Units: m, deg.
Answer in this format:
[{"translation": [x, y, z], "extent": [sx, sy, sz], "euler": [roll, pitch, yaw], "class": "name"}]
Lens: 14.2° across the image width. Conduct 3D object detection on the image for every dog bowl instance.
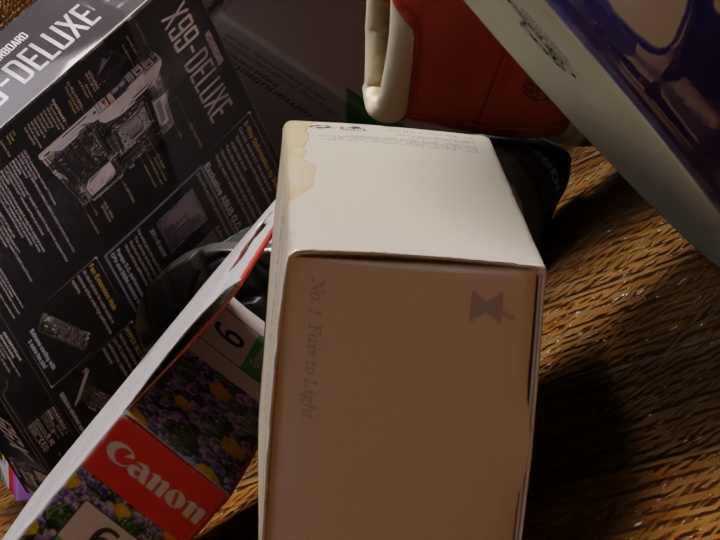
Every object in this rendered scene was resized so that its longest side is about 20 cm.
[{"translation": [0.082, -0.091, 0.855], "extent": [0.079, 0.200, 0.200], "euler": [-41, 11, 0], "class": "dog bowl"}]

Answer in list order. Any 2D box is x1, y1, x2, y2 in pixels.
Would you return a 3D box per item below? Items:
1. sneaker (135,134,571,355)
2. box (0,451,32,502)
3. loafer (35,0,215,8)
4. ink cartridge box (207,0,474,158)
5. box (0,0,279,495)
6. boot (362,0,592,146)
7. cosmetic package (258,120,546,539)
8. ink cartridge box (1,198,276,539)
[{"translation": [0.000, 0.000, 1.136], "extent": [0.200, 0.076, 0.079], "euler": [-22, 9, 32], "class": "sneaker"}, {"translation": [-0.146, -0.002, 1.313], "extent": [0.039, 0.201, 0.137], "euler": [0, 4, -13], "class": "box"}, {"translation": [-0.096, -0.147, 1.241], "extent": [0.200, 0.070, 0.075], "euler": [-28, 35, 56], "class": "loafer"}, {"translation": [-0.030, -0.090, 1.323], "extent": [0.200, 0.146, 0.083], "euler": [-18, 43, 63], "class": "ink cartridge box"}, {"translation": [-0.105, -0.012, 1.178], "extent": [0.158, 0.200, 0.050], "euler": [-44, 46, -18], "class": "box"}, {"translation": [0.053, -0.129, 1.028], "extent": [0.075, 0.107, 0.200], "euler": [-99, 13, -52], "class": "boot"}, {"translation": [0.008, 0.023, 0.863], "extent": [0.073, 0.104, 0.200], "euler": [5, 11, -2], "class": "cosmetic package"}, {"translation": [-0.068, 0.062, 1.019], "extent": [0.200, 0.050, 0.109], "euler": [-49, 6, 28], "class": "ink cartridge box"}]
